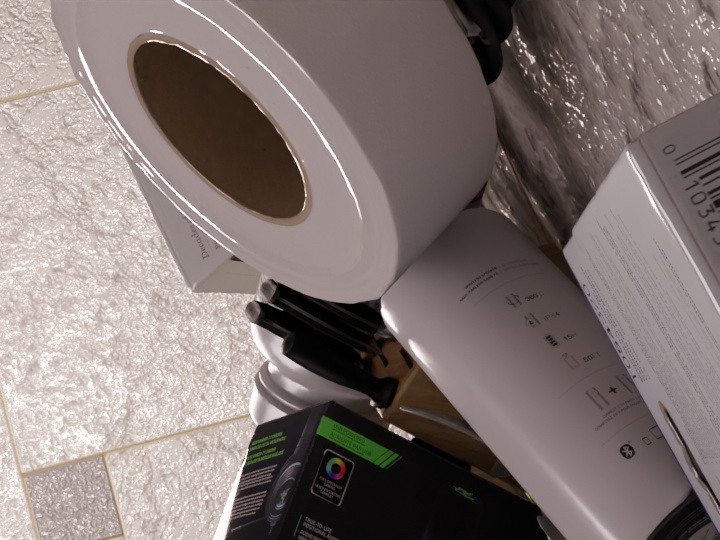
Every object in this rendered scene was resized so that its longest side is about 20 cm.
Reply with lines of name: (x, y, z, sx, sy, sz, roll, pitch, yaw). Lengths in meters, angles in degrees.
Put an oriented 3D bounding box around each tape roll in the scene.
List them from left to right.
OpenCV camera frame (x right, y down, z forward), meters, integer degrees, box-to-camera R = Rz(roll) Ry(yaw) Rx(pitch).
tape roll: (-0.041, -0.082, 0.690, 0.202, 0.071, 0.203, 35, 156, 18)

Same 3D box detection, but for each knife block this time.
knife block: (0.039, 0.059, 0.836, 0.064, 0.175, 0.200, -120, 17, -62)

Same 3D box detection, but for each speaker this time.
speaker: (0.089, 0.056, 0.695, 0.200, 0.081, 0.081, 48, 168, 43)

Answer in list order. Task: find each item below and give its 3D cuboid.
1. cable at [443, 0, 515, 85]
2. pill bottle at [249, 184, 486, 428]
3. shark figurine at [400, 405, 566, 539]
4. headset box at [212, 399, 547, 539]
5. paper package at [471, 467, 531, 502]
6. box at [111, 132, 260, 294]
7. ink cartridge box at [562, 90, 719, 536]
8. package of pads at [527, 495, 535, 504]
cable: (-0.019, -0.144, 0.687, 0.200, 0.051, 0.163, 36, 160, 28)
pill bottle: (0.000, 0.000, 0.895, 0.109, 0.109, 0.200, -122, 43, -62)
shark figurine: (0.075, 0.161, 0.690, 0.128, 0.089, 0.215, -15, 74, 50)
headset box: (0.008, 0.184, 0.810, 0.174, 0.200, 0.093, 30, 154, -19)
paper package: (0.046, 0.236, 0.998, 0.103, 0.190, 0.200, 51, 168, 54)
box: (-0.070, -0.095, 1.247, 0.199, 0.131, 0.200, 2, -125, -56)
ink cartridge box: (0.135, 0.054, 0.503, 0.197, 0.043, 0.200, 61, 180, 7)
package of pads: (0.154, 0.165, 1.024, 0.200, 0.068, 0.155, 62, 176, 30)
